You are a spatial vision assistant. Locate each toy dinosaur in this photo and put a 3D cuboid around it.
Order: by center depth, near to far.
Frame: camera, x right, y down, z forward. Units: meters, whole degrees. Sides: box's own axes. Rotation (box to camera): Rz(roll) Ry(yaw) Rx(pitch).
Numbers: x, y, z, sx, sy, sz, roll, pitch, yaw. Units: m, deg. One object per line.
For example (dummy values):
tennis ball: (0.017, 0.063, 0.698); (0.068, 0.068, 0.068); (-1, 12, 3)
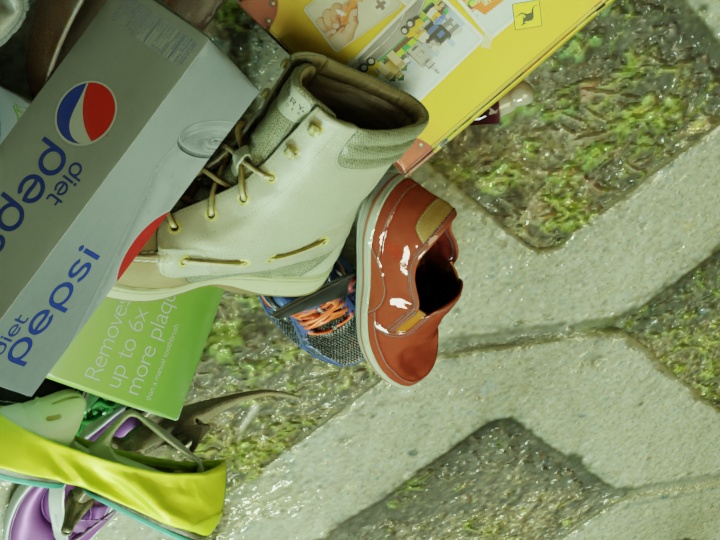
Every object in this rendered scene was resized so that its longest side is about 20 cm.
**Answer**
toy dinosaur: (-0.139, 0.114, 0.941); (0.200, 0.058, 0.101); (-30, 171, -13)

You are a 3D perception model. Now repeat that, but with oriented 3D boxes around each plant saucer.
plant saucer: (-0.117, -0.158, 0.713); (0.034, 0.200, 0.200); (38, 114, 5)

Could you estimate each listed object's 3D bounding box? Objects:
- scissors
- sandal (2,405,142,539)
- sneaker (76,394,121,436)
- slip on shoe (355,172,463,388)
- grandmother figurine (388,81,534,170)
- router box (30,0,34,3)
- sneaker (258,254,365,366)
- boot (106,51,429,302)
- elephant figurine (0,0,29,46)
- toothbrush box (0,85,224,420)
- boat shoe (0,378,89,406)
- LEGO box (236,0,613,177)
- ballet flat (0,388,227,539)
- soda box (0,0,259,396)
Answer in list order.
scissors: (0.000, 0.000, 0.903); (0.200, 0.014, 0.073); (3, 112, -61)
sandal: (-0.208, 0.168, 1.003); (0.082, 0.050, 0.203); (23, 114, -35)
sneaker: (-0.205, 0.096, 0.924); (0.200, 0.084, 0.074); (-25, 132, -2)
slip on shoe: (0.038, 0.018, 0.904); (0.074, 0.061, 0.200); (-50, 153, -32)
grandmother figurine: (0.061, -0.141, 0.860); (0.121, 0.061, 0.200); (38, 113, -11)
router box: (-0.233, -0.196, 0.695); (0.200, 0.051, 0.149); (-32, 134, 5)
sneaker: (-0.044, 0.009, 0.922); (0.075, 0.078, 0.200); (-31, 132, 5)
boot: (-0.073, -0.053, 0.729); (0.200, 0.072, 0.155); (2, 141, -35)
elephant figurine: (-0.225, -0.135, 0.627); (0.155, 0.141, 0.200); (-17, 131, -67)
toothbrush box: (-0.186, -0.010, 0.801); (0.200, 0.086, 0.146); (26, 78, -34)
boat shoe: (-0.268, 0.049, 0.839); (0.200, 0.070, 0.066); (23, 160, -13)
LEGO box: (0.050, -0.179, 0.766); (0.200, 0.077, 0.149); (-39, 110, 17)
ballet flat: (-0.175, 0.115, 0.842); (0.200, 0.067, 0.067); (24, 90, -20)
soda box: (-0.141, -0.038, 0.656); (0.200, 0.063, 0.068); (-54, 157, -3)
